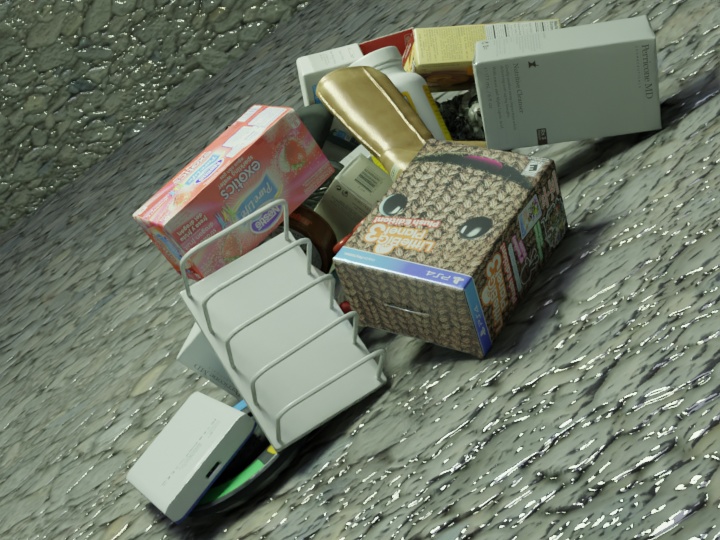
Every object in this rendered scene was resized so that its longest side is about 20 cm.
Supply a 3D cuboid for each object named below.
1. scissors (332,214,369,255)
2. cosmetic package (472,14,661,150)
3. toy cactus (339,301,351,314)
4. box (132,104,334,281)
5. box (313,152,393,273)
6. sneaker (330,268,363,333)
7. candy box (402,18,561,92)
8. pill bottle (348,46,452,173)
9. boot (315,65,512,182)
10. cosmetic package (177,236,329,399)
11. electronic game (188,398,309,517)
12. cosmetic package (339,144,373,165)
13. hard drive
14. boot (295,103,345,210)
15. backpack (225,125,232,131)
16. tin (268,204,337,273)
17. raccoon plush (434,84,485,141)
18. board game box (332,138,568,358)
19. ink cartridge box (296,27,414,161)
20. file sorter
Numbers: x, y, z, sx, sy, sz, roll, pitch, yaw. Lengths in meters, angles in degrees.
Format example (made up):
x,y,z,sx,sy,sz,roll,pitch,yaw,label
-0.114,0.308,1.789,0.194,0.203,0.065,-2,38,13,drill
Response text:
x,y,z,sx,sy,sz,roll,pitch,yaw,label
0.035,-0.073,1.481,0.073,0.014,0.200,-47,-5,41,scissors
0.232,-0.209,1.414,0.198,0.114,0.081,-8,27,12,cosmetic package
0.075,-0.012,1.437,0.164,0.103,0.200,8,45,39,toy cactus
-0.141,-0.087,1.416,0.200,0.095,0.102,-45,27,-18,box
-0.034,-0.045,1.576,0.200,0.068,0.082,-54,-3,37,box
0.000,0.000,1.530,0.082,0.074,0.200,-4,38,52,sneaker
0.160,-0.284,1.682,0.198,0.056,0.115,-6,-10,-8,candy box
0.055,-0.178,1.602,0.104,0.201,0.104,-24,-4,-2,pill bottle
0.067,-0.171,1.491,0.200,0.174,0.066,53,137,35,boot
-0.124,0.060,1.473,0.200,0.101,0.074,-49,12,42,cosmetic package
-0.127,0.192,1.390,0.199,0.042,0.200,-34,21,15,electronic game
-0.001,-0.096,1.699,0.200,0.102,0.074,-41,21,0,cosmetic package
-0.191,0.203,1.399,0.132,0.025,0.200,-51,18,-13,hard drive
-0.064,-0.154,1.689,0.164,0.066,0.201,-18,30,28,boot
-0.157,-0.081,1.811,0.191,0.199,0.155,-50,-19,-37,backpack
-0.096,-0.003,1.528,0.201,0.111,0.042,111,-175,-49,tin
0.148,-0.221,1.731,0.133,0.097,0.200,-27,22,9,raccoon plush
0.097,-0.028,1.307,0.158,0.097,0.200,13,50,33,board game box
0.009,-0.236,1.813,0.175,0.201,0.045,-16,46,-6,ink cartridge box
-0.079,0.053,1.288,0.138,0.201,0.125,-30,-15,-13,file sorter
